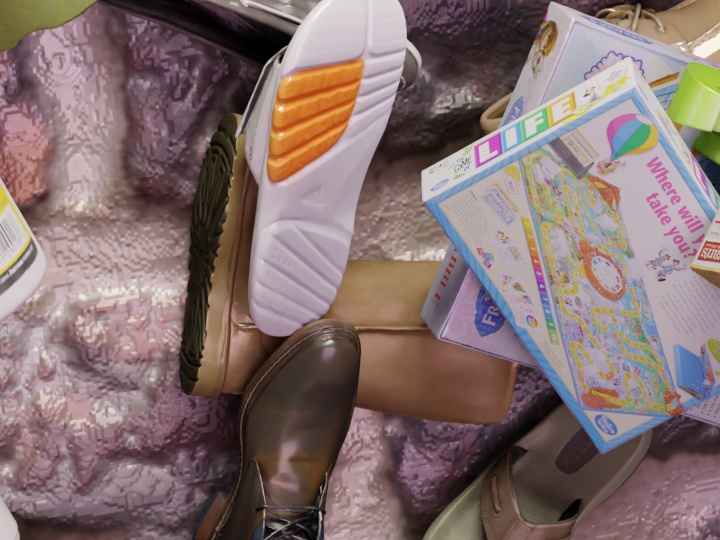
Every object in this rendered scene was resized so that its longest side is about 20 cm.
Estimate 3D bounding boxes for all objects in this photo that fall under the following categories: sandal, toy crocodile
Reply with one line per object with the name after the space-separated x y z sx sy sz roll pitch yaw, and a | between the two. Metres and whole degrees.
0.100 0.139 1.614 0.080 0.057 0.201 35 70 11 | sandal
-0.036 -0.066 1.488 0.079 0.059 0.208 -2 117 -37 | sandal
0.252 -0.061 1.521 0.199 0.062 0.068 32 98 -25 | toy crocodile

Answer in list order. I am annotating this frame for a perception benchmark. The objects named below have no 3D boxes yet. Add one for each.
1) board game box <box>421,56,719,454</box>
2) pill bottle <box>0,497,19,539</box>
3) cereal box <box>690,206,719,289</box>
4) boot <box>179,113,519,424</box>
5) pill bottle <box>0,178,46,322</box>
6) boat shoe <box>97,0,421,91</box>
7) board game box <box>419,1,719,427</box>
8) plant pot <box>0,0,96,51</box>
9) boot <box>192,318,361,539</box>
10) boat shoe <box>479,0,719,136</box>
0.141 -0.005 1.500 0.134 0.034 0.200 -28 118 16 | board game box
-0.197 0.227 1.543 0.112 0.112 0.201 -29 111 -8 | pill bottle
0.281 -0.053 1.484 0.143 0.039 0.201 30 82 -28 | cereal box
0.000 0.000 1.579 0.199 0.066 0.176 3 108 -20 | boot
-0.261 -0.058 1.453 0.111 0.111 0.201 -30 110 -8 | pill bottle
-0.062 -0.136 1.513 0.199 0.067 0.057 26 63 -15 | boat shoe
0.161 -0.029 1.562 0.198 0.041 0.201 18 103 -22 | board game box
-0.209 -0.222 1.403 0.199 0.200 0.191 -34 123 -6 | plant pot
-0.033 0.128 1.541 0.074 0.097 0.201 4 127 -25 | boot
0.162 -0.122 1.590 0.200 0.071 0.065 -37 113 -4 | boat shoe
